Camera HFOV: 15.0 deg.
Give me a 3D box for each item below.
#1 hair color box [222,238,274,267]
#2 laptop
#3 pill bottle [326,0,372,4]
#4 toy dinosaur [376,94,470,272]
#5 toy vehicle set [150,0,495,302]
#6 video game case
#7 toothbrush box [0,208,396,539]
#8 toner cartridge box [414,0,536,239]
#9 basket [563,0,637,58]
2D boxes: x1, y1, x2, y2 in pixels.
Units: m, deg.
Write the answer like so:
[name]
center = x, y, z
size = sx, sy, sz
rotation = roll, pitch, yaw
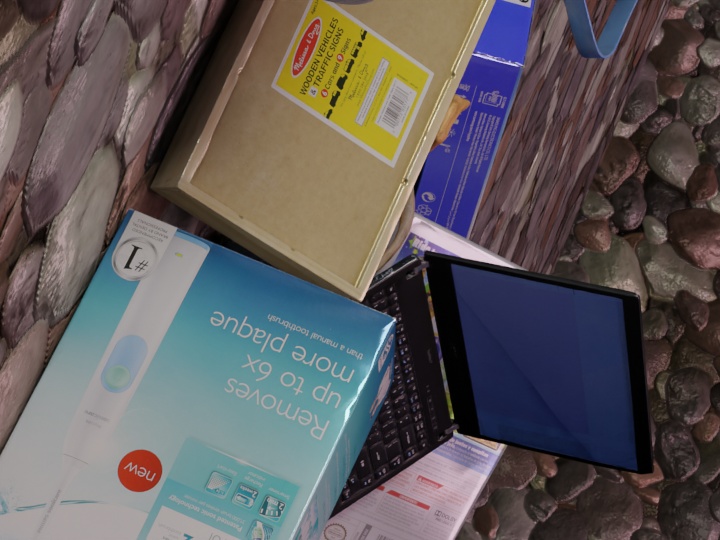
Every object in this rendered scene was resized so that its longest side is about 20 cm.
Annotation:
[hair color box]
center = -0.007, 0.047, 1.610
size = 0.200, 0.060, 0.099
rotation = 63, 37, -27
[laptop]
center = 0.045, 0.084, 1.460
size = 0.200, 0.103, 0.177
rotation = -32, 145, -15
[pill bottle]
center = 0.011, -0.226, 1.226
size = 0.113, 0.112, 0.200
rotation = 83, 30, -73
[toy dinosaur]
center = 0.015, -0.058, 1.514
size = 0.106, 0.060, 0.200
rotation = -61, -155, 5
[toy vehicle set]
center = -0.013, -0.099, 1.393
size = 0.026, 0.124, 0.200
rotation = 0, -119, 56
[video game case]
center = 0.029, 0.079, 1.558
size = 0.200, 0.143, 0.018
rotation = -61, -145, 5
[toothbrush box]
center = -0.087, 0.094, 1.309
size = 0.085, 0.146, 0.200
rotation = 89, 26, -67
[toner cartridge box]
center = 0.066, -0.092, 1.715
size = 0.200, 0.043, 0.095
rotation = 106, -1, -46
[basket]
center = 0.171, -0.274, 1.918
size = 0.177, 0.139, 0.200
rotation = -61, 138, -37
